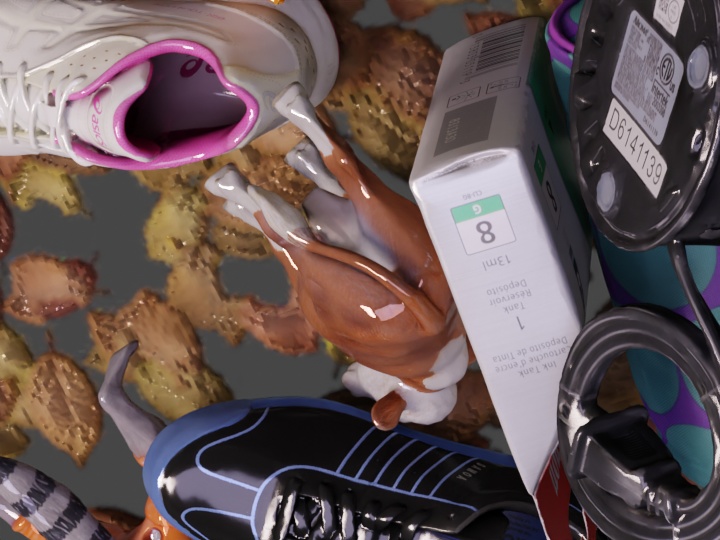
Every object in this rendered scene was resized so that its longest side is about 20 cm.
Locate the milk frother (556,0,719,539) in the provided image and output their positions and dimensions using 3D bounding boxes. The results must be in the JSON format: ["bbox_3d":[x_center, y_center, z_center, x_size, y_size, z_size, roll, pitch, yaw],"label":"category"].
[{"bbox_3d":[0.173,-0.008,1.036,0.188,0.181,0.200,4,134,-21],"label":"milk frother"}]

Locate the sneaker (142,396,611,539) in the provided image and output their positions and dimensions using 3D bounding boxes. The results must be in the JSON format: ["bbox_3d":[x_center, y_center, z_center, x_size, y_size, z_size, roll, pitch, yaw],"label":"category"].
[{"bbox_3d":[0.011,0.101,1.220,0.200,0.078,0.070,8,105,-9],"label":"sneaker"}]

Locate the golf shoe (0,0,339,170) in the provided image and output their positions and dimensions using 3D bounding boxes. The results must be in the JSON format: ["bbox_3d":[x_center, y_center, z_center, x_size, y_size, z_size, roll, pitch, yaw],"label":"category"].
[{"bbox_3d":[-0.112,-0.076,1.193,0.200,0.092,0.075,-6,114,18],"label":"golf shoe"}]

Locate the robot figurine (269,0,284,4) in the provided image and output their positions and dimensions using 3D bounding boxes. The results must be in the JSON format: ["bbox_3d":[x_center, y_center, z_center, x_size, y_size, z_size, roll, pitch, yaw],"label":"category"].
[{"bbox_3d":[-0.101,-0.187,1.137,0.200,0.058,0.145,22,104,-10],"label":"robot figurine"}]

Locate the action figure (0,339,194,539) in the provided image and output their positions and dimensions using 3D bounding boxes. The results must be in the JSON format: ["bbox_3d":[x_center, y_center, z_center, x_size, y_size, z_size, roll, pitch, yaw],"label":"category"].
[{"bbox_3d":[-0.109,0.153,1.293,0.200,0.105,0.194,-33,93,22],"label":"action figure"}]

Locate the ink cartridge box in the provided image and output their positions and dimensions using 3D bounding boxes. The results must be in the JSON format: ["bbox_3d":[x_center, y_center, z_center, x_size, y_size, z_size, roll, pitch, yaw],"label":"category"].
[{"bbox_3d":[0.077,0.020,1.145,0.050,0.161,0.200,-18,109,13],"label":"ink cartridge box"}]

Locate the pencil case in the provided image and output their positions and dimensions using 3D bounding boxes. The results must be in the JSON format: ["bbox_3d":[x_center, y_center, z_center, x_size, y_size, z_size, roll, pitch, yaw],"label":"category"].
[{"bbox_3d":[0.136,-0.017,1.143,0.085,0.092,0.200,9,125,46],"label":"pencil case"}]

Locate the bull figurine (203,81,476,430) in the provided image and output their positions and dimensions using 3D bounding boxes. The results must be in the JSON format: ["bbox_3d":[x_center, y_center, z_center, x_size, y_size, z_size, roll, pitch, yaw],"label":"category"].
[{"bbox_3d":[0.000,0.000,1.174,0.065,0.200,0.121,-43,83,-9],"label":"bull figurine"}]
